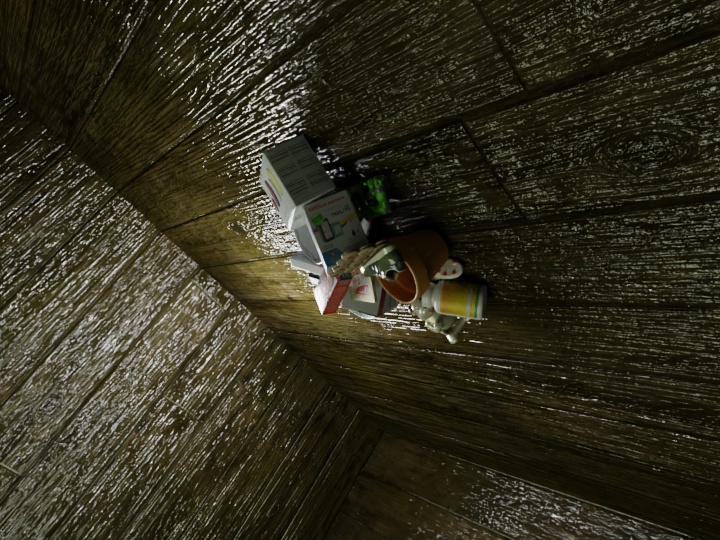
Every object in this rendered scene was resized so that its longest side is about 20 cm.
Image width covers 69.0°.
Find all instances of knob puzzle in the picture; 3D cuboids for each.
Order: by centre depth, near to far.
[{"bbox_3d":[0.000,0.000,1.729,0.219,0.030,0.222,38,135,52],"label":"knob puzzle"}]

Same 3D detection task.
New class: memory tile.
[{"bbox_3d":[-0.007,-0.032,1.517,0.017,0.152,0.200,66,156,12],"label":"memory tile"}]

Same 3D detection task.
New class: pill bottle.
[{"bbox_3d":[0.306,0.091,1.713,0.198,0.114,0.113,8,147,20],"label":"pill bottle"}]

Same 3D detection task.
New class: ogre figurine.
[{"bbox_3d":[0.032,-0.217,1.589,0.199,0.098,0.121,-19,106,43],"label":"ogre figurine"}]

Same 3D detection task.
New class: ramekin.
[{"bbox_3d":[-0.147,-0.135,1.877,0.200,0.105,0.201,40,147,33],"label":"ramekin"}]

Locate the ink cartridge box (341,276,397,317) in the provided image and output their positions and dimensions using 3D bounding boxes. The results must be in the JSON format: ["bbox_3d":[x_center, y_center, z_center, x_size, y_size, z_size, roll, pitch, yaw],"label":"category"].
[{"bbox_3d":[0.045,0.069,1.889,0.144,0.146,0.200,13,-170,24],"label":"ink cartridge box"}]

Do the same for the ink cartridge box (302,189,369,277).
[{"bbox_3d":[-0.071,-0.109,1.588,0.146,0.146,0.202,95,153,-77],"label":"ink cartridge box"}]

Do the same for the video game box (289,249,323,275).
[{"bbox_3d":[-0.135,-0.051,1.982,0.199,0.182,0.047,16,130,36],"label":"video game box"}]

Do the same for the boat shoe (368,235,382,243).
[{"bbox_3d":[0.004,-0.095,1.858,0.199,0.072,0.068,1,138,50],"label":"boat shoe"}]

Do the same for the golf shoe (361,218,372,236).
[{"bbox_3d":[-0.026,-0.110,1.777,0.091,0.075,0.201,25,119,-5],"label":"golf shoe"}]

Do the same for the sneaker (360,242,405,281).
[{"bbox_3d":[0.066,-0.001,1.516,0.090,0.067,0.200,59,150,7],"label":"sneaker"}]

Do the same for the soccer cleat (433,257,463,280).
[{"bbox_3d":[0.262,-0.001,1.725,0.077,0.070,0.199,17,165,-42],"label":"soccer cleat"}]

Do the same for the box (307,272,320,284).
[{"bbox_3d":[-0.084,-0.003,2.030,0.199,0.160,0.050,15,149,35],"label":"box"}]

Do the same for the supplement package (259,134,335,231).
[{"bbox_3d":[-0.201,-0.268,1.633,0.201,0.146,0.191,58,158,10],"label":"supplement package"}]

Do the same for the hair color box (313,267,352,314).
[{"bbox_3d":[-0.100,0.056,1.829,0.102,0.061,0.201,64,146,31],"label":"hair color box"}]

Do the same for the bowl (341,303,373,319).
[{"bbox_3d":[0.003,0.097,2.161,0.199,0.108,0.201,28,155,14],"label":"bowl"}]

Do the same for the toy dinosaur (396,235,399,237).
[{"bbox_3d":[0.130,-0.062,1.781,0.198,0.061,0.107,4,147,3],"label":"toy dinosaur"}]

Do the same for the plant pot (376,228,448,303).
[{"bbox_3d":[0.164,-0.032,1.601,0.200,0.183,0.201,38,148,30],"label":"plant pot"}]

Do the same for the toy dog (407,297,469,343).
[{"bbox_3d":[0.268,0.135,1.850,0.199,0.140,0.194,25,-160,-30],"label":"toy dog"}]
